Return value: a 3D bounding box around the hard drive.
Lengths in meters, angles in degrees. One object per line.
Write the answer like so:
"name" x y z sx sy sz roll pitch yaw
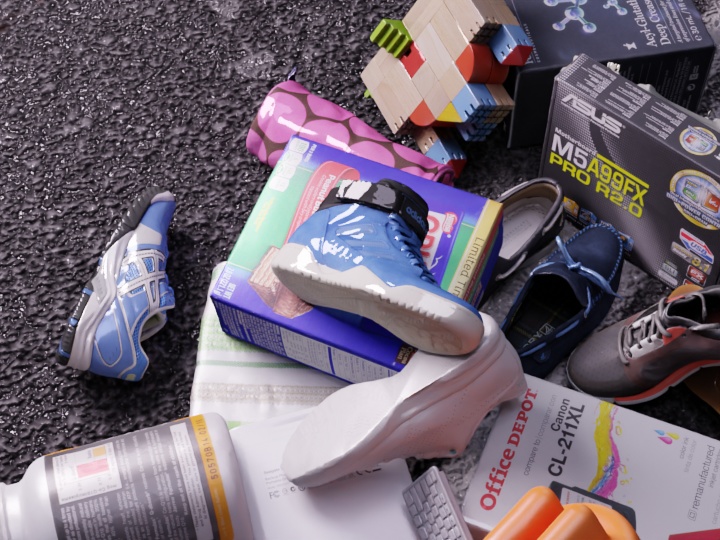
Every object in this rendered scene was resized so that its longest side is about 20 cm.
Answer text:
"hard drive" -0.016 0.201 1.016 0.130 0.027 0.202 -13 62 -10

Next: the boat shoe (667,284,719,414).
"boat shoe" 0.320 0.094 1.097 0.070 0.071 0.201 16 35 -36

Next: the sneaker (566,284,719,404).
"sneaker" 0.248 0.047 1.072 0.198 0.082 0.078 -21 51 29

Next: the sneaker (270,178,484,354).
"sneaker" 0.030 -0.014 1.002 0.199 0.077 0.112 18 66 43

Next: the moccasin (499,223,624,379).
"moccasin" 0.176 0.027 1.140 0.080 0.069 0.201 25 56 18

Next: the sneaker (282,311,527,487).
"sneaker" 0.037 0.120 1.003 0.199 0.089 0.076 -32 33 10

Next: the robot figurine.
"robot figurine" 0.156 0.239 0.881 0.142 0.201 0.117 -18 30 27

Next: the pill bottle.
"pill bottle" -0.185 0.184 0.987 0.197 0.117 0.117 -13 54 -11

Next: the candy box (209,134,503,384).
"candy box" 0.000 0.000 1.105 0.198 0.077 0.171 20 67 14

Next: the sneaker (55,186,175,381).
"sneaker" -0.198 0.013 1.157 0.076 0.076 0.202 25 53 -10

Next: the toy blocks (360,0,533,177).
"toy blocks" 0.086 -0.181 1.233 0.099 0.200 0.138 -5 56 -44

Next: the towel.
"towel" -0.067 0.083 1.126 0.147 0.031 0.202 2 55 4

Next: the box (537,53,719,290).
"box" 0.251 -0.076 1.161 0.199 0.161 0.044 36 60 23

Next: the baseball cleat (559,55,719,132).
"baseball cleat" 0.262 -0.115 1.212 0.198 0.070 0.108 21 94 -7

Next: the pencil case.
"pencil case" -0.006 -0.105 1.233 0.199 0.092 0.093 33 24 20

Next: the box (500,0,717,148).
"box" 0.225 -0.222 1.306 0.197 0.108 0.150 -9 54 -7

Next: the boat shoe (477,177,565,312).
"boat shoe" 0.109 -0.013 1.175 0.199 0.061 0.074 -33 61 -23

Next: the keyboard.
"keyboard" 0.081 0.243 0.953 0.011 0.056 0.202 -8 66 -37

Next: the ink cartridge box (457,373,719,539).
"ink cartridge box" 0.182 0.184 1.011 0.198 0.083 0.147 18 55 13
